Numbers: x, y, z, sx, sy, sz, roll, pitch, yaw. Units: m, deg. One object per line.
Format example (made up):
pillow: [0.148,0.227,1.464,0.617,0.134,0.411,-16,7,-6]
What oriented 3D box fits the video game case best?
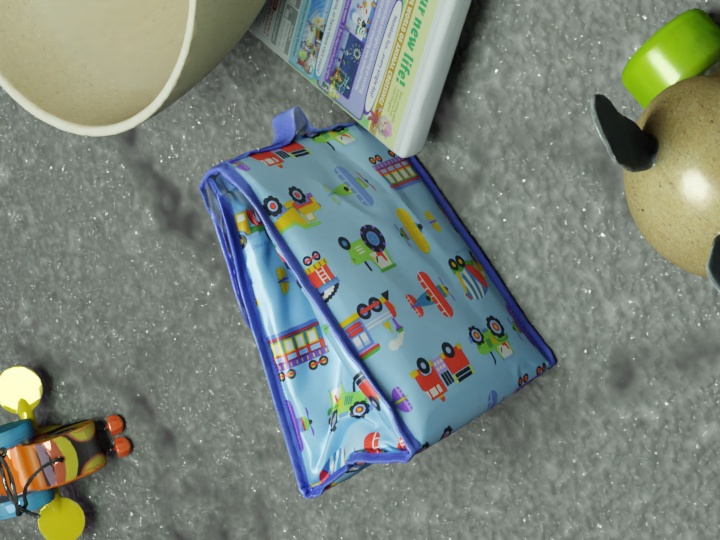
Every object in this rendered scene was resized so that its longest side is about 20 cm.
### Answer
video game case: [-0.005,-0.194,0.857,0.182,0.022,0.201,42,133,28]

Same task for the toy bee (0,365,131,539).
toy bee: [-0.228,0.146,1.136,0.200,0.108,0.132,32,135,55]

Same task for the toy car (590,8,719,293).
toy car: [0.177,-0.056,0.670,0.165,0.199,0.158,51,129,12]

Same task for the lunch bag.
lunch bag: [0.000,0.000,0.860,0.094,0.150,0.202,-26,88,40]

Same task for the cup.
cup: [-0.119,-0.193,0.847,0.199,0.143,0.202,18,121,32]
